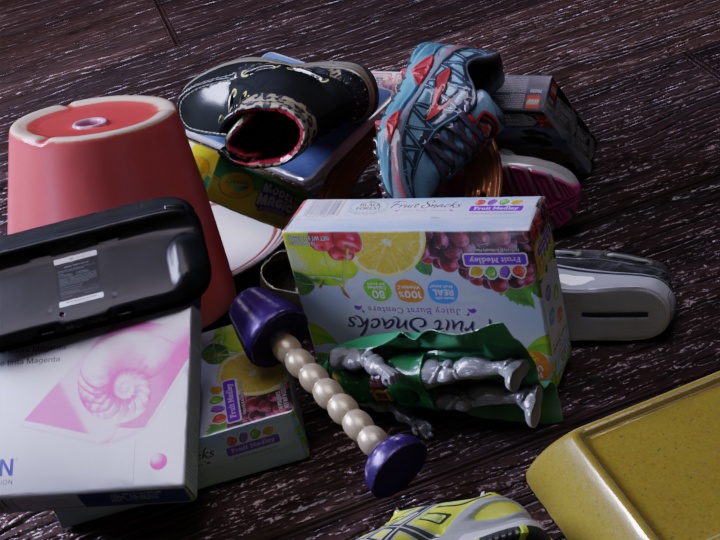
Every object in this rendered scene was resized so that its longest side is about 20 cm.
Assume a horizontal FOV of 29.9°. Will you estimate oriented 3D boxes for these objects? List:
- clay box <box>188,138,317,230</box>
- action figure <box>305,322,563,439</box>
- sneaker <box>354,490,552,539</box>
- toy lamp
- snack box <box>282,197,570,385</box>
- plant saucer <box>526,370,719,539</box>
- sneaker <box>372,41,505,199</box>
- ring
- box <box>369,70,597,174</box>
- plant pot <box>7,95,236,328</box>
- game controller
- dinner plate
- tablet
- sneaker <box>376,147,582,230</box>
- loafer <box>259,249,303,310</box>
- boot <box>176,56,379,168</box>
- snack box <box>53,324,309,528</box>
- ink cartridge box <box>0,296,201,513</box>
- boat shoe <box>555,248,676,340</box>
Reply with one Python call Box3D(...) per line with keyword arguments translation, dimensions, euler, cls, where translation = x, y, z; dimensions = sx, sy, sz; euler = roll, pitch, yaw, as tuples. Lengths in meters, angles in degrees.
Box3D(translation=(-0.138, -0.089, 1.290), dimensions=(0.199, 0.114, 0.048), euler=(26, 93, 48), cls="clay box")
Box3D(translation=(0.040, 0.085, 1.019), dimensions=(0.199, 0.118, 0.055), euler=(-2, 45, 36), cls="action figure")
Box3D(translation=(0.023, 0.197, 0.870), dimensions=(0.198, 0.076, 0.076), euler=(-11, 23, -13), cls="sneaker")
Box3D(translation=(-0.030, 0.083, 1.002), dimensions=(0.058, 0.058, 0.200), euler=(-30, 54, -24), cls="toy lamp")
Box3D(translation=(0.052, 0.017, 1.046), dimensions=(0.198, 0.143, 0.053), euler=(0, 35, 24), cls="snack box")
Box3D(translation=(0.231, 0.138, 0.887), dimensions=(0.199, 0.049, 0.200), euler=(-21, 32, -9), cls="plant saucer")
Box3D(translation=(0.072, -0.125, 1.146), dimensions=(0.095, 0.080, 0.201), euler=(1, 53, 24), cls="sneaker")
Box3D(translation=(0.041, -0.057, 1.212), dimensions=(0.199, 0.019, 0.202), euler=(-16, 59, 30), cls="ring")
Box3D(translation=(0.112, -0.142, 1.295), dimensions=(0.199, 0.137, 0.040), euler=(7, 73, 30), cls="box")
Box3D(translation=(-0.216, -0.047, 1.159), dimensions=(0.199, 0.179, 0.201), euler=(-5, 22, 2), cls="plant pot")
Box3D(translation=(-0.215, 0.003, 1.036), dimensions=(0.198, 0.042, 0.105), euler=(-15, 59, -4), cls="game controller")
Box3D(translation=(-0.155, -0.029, 1.333), dimensions=(0.198, 0.024, 0.201), euler=(-10, 31, 6), cls="dinner plate")
Box3D(translation=(-0.069, -0.149, 1.296), dimensions=(0.199, 0.014, 0.130), euler=(25, 64, 43), cls="tablet")
Box3D(translation=(0.116, -0.087, 1.255), dimensions=(0.199, 0.082, 0.088), euler=(8, 40, 31), cls="sneaker")
Box3D(translation=(0.000, 0.000, 1.147), dimensions=(0.199, 0.068, 0.076), euler=(-19, 58, 17), cls="loafer")
Box3D(translation=(-0.101, -0.139, 1.195), dimensions=(0.202, 0.074, 0.154), euler=(-1, 20, 24), cls="boot")
Box3D(translation=(-0.149, 0.115, 1.075), dimensions=(0.198, 0.053, 0.143), euler=(-16, 31, -1), cls="snack box")
Box3D(translation=(-0.219, 0.080, 1.019), dimensions=(0.195, 0.043, 0.201), euler=(-5, 63, 5), cls="ink cartridge box")
Box3D(translation=(0.156, 0.019, 1.099), dimensions=(0.198, 0.073, 0.071), euler=(6, 27, 13), cls="boat shoe")
